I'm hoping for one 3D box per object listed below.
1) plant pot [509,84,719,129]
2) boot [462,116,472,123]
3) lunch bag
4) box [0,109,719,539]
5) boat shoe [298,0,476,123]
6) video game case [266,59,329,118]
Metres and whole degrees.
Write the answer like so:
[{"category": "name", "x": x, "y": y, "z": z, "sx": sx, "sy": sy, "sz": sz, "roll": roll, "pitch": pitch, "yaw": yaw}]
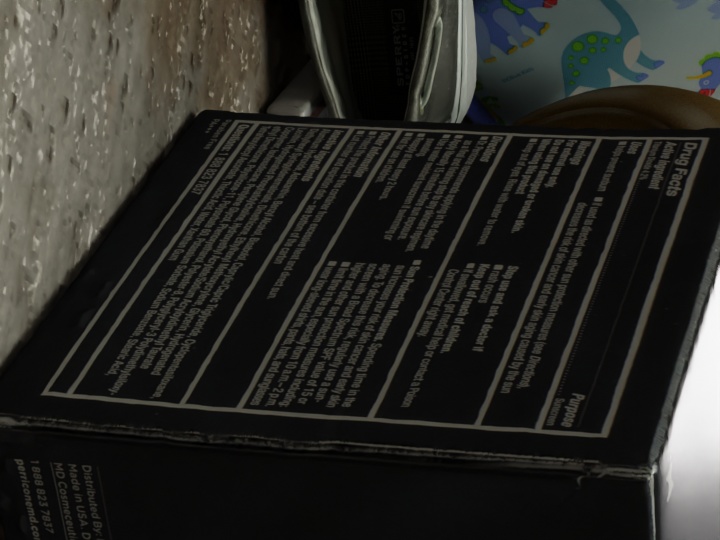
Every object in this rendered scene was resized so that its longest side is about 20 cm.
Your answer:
[{"category": "plant pot", "x": 0.075, "y": 0.010, "z": 0.900, "sx": 0.027, "sy": 0.200, "sz": 0.200, "roll": 37, "pitch": 54, "yaw": -41}, {"category": "boot", "x": 0.082, "y": 0.002, "z": 1.187, "sx": 0.200, "sy": 0.072, "sz": 0.182, "roll": 72, "pitch": 28, "yaw": -63}, {"category": "lunch bag", "x": 0.133, "y": -0.107, "z": 1.020, "sx": 0.200, "sy": 0.170, "sz": 0.128, "roll": 47, "pitch": 21, "yaw": -35}, {"category": "box", "x": 0.016, "y": 0.047, "z": 0.740, "sx": 0.200, "sy": 0.198, "sz": 0.123, "roll": -61, "pitch": 148, "yaw": -54}, {"category": "boat shoe", "x": 0.009, "y": -0.136, "z": 0.877, "sx": 0.071, "sy": 0.072, "sz": 0.200, "roll": -52, "pitch": 133, "yaw": -67}, {"category": "video game case", "x": 0.000, "y": 0.000, "z": 0.982, "sx": 0.143, "sy": 0.017, "sz": 0.200, "roll": -56, "pitch": 144, "yaw": -60}]
